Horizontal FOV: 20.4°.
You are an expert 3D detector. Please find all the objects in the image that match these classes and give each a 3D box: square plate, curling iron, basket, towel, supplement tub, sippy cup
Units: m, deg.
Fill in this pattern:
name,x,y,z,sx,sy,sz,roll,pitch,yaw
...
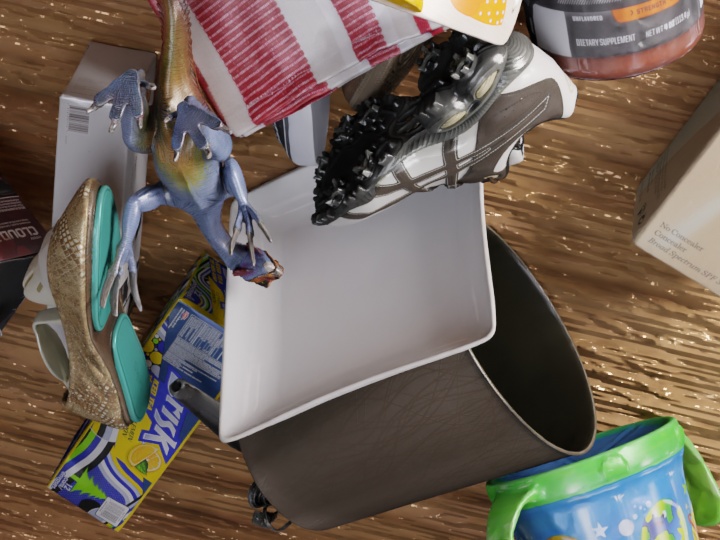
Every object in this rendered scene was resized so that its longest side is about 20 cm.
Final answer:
name,x,y,z,sx,sy,sz,roll,pitch,yaw
square plate,0.000,0.000,1.251,0.198,0.201,0.028,-22,136,25
curling iron,-0.082,0.125,1.380,0.025,0.050,0.200,17,157,29
basket,0.027,0.084,1.331,0.200,0.136,0.181,-32,93,30
towel,-0.030,-0.179,1.177,0.199,0.023,0.144,-26,104,21
supplement tub,0.134,-0.217,1.141,0.106,0.107,0.201,-5,122,14
sippy cup,0.167,0.179,1.324,0.177,0.140,0.131,-20,90,-4

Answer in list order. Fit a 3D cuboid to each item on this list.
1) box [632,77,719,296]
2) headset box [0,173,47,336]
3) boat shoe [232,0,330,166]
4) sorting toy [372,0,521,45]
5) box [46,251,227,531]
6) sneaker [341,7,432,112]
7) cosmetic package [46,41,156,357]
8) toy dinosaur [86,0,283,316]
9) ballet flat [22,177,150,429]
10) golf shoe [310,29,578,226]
name,x,y,z,sx,sy,sz,roll,pitch,yaw
box,0.258,-0.084,1.217,0.095,0.078,0.200,29,121,-6
headset box,-0.299,-0.018,1.315,0.200,0.075,0.149,50,121,16
boat shoe,-0.062,-0.159,1.239,0.067,0.072,0.201,-4,116,11
sorting toy,0.005,-0.241,1.083,0.199,0.107,0.181,20,96,16
box,-0.140,0.087,1.398,0.064,0.070,0.200,34,121,-7
sneaker,0.023,-0.194,1.216,0.075,0.070,0.200,32,117,11
cosmetic package,-0.171,-0.041,1.323,0.050,0.083,0.201,9,122,0
toy dinosaur,-0.088,-0.064,1.209,0.105,0.181,0.201,11,79,15
ballet flat,-0.179,0.025,1.264,0.065,0.071,0.201,5,130,10
golf shoe,0.046,-0.071,1.196,0.094,0.078,0.200,24,143,-27
